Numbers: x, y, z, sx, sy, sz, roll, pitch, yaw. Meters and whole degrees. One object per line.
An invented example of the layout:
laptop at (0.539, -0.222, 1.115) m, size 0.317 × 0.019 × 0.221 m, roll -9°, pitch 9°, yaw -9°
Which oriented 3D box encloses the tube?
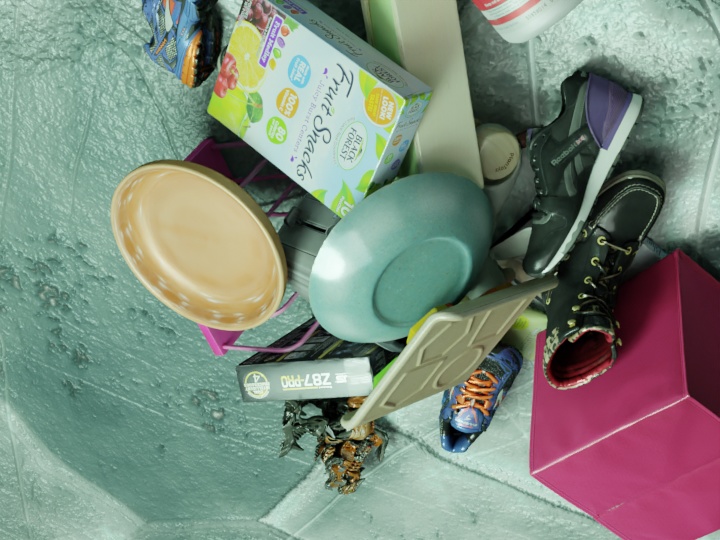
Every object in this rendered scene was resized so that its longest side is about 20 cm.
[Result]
tube at (0.122, 0.039, 1.392) m, size 0.200 × 0.052 × 0.058 m, roll 25°, pitch 176°, yaw -7°

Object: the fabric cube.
fabric cube at (0.314, 0.140, 1.278) m, size 0.200 × 0.196 × 0.199 m, roll 36°, pitch 130°, yaw -23°

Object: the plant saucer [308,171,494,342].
plant saucer at (0.049, 0.001, 1.176) m, size 0.201 × 0.039 × 0.201 m, roll -18°, pitch 135°, yaw -19°

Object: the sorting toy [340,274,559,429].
sorting toy at (0.085, 0.075, 1.241) m, size 0.037 × 0.185 × 0.200 m, roll 55°, pitch 131°, yaw 18°

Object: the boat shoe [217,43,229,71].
boat shoe at (-0.062, -0.165, 1.260) m, size 0.200 × 0.072 × 0.068 m, roll 44°, pitch 164°, yaw 4°

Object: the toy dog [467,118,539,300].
toy dog at (0.142, -0.073, 1.267) m, size 0.096 × 0.132 × 0.200 m, roll -14°, pitch 136°, yaw -17°

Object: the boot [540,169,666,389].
boot at (0.236, 0.011, 1.226) m, size 0.073 × 0.151 × 0.200 m, roll 24°, pitch 133°, yaw -13°

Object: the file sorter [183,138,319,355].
file sorter at (-0.119, -0.026, 1.354) m, size 0.125 × 0.139 × 0.200 m, roll -1°, pitch 127°, yaw 37°

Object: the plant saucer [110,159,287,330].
plant saucer at (-0.157, -0.029, 1.248) m, size 0.200 × 0.037 × 0.201 m, roll 18°, pitch 134°, yaw 20°

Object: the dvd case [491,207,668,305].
dvd case at (0.251, 0.004, 1.332) m, size 0.200 × 0.018 × 0.143 m, roll 37°, pitch 130°, yaw -10°

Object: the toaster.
toaster at (0.000, 0.000, 1.285) m, size 0.129 × 0.114 × 0.200 m, roll 25°, pitch 168°, yaw 44°

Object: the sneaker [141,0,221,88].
sneaker at (-0.183, -0.275, 1.243) m, size 0.078 × 0.075 × 0.200 m, roll 20°, pitch 130°, yaw 9°

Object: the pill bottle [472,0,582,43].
pill bottle at (0.110, -0.305, 1.078) m, size 0.112 × 0.112 × 0.200 m, roll -30°, pitch 112°, yaw 36°

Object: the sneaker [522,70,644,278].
sneaker at (0.187, -0.094, 1.196) m, size 0.087 × 0.076 × 0.200 m, roll 26°, pitch 90°, yaw -3°

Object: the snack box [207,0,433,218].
snack box at (-0.043, -0.159, 1.169) m, size 0.200 × 0.053 × 0.142 m, roll 39°, pitch 127°, yaw 21°

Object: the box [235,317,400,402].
box at (-0.022, 0.092, 1.389) m, size 0.161 × 0.200 × 0.049 m, roll -7°, pitch 100°, yaw 24°

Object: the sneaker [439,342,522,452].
sneaker at (0.133, 0.144, 1.418) m, size 0.075 × 0.079 × 0.200 m, roll 15°, pitch 144°, yaw 5°

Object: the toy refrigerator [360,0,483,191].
toy refrigerator at (0.055, -0.170, 1.177) m, size 0.076 × 0.070 × 0.201 m, roll 23°, pitch 126°, yaw 63°

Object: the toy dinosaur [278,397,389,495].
toy dinosaur at (-0.029, 0.186, 1.553) m, size 0.135 × 0.102 × 0.201 m, roll 8°, pitch 96°, yaw -3°
